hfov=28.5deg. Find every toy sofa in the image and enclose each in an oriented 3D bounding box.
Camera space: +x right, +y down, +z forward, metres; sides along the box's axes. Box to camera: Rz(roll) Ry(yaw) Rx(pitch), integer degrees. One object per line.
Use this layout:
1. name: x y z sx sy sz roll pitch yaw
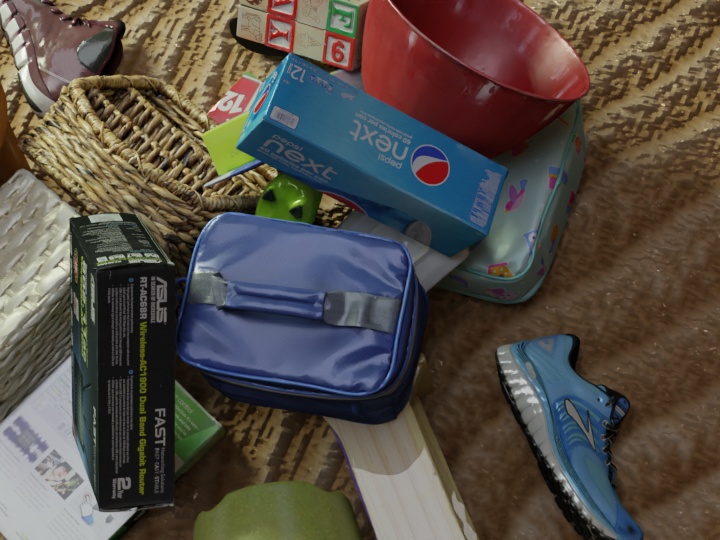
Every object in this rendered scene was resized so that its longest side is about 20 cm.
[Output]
1. toy sofa: 0.045 0.178 1.156 0.097 0.083 0.200 -23 65 -1

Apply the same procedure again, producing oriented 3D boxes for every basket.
1. basket: -0.183 -0.096 1.261 0.200 0.143 0.149 41 84 23
2. basket: -0.307 0.028 1.276 0.136 0.123 0.200 38 80 24

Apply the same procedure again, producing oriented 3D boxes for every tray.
1. tray: 0.000 0.000 1.218 0.200 0.022 0.107 -42 61 30

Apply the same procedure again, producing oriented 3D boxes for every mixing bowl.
1. mixing bowl: 0.077 -0.160 1.167 0.200 0.200 0.108 47 123 25

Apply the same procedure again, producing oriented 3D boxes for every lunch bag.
1. lunch bag: 0.106 -0.079 1.253 0.160 0.077 0.200 13 71 21
2. lunch bag: -0.051 0.033 1.109 0.200 0.132 0.136 8 73 10

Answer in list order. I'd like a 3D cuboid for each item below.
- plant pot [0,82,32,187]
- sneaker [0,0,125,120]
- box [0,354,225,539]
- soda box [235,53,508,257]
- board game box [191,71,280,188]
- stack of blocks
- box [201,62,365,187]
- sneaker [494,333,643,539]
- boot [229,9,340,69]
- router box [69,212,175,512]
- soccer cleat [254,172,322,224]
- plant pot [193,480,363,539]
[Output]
1. plant pot: -0.397 -0.102 1.313 0.200 0.183 0.200 -7 64 14
2. sneaker: -0.298 -0.248 1.425 0.115 0.076 0.200 -22 75 -2
3. box: -0.237 0.160 1.239 0.200 0.036 0.144 -45 80 -6
4. soda box: 0.010 -0.087 1.106 0.200 0.068 0.064 27 65 -15
5. board game box: -0.139 -0.089 1.342 0.096 0.030 0.200 38 83 23
6. stack of blocks: -0.009 -0.245 1.267 0.115 0.059 0.200 20 30 21
7. box: -0.044 -0.136 1.232 0.122 0.200 0.048 -21 97 40
8. sneaker: 0.183 0.133 1.149 0.090 0.078 0.200 -23 65 -1
9. boot: -0.023 -0.238 1.357 0.200 0.074 0.076 17 60 19
10. router box: -0.190 0.069 1.120 0.062 0.150 0.200 -4 108 -19
11. soccer cleat: -0.084 -0.005 1.250 0.067 0.081 0.200 35 117 7
12. plant pot: -0.057 0.273 1.098 0.200 0.200 0.184 -16 54 6
